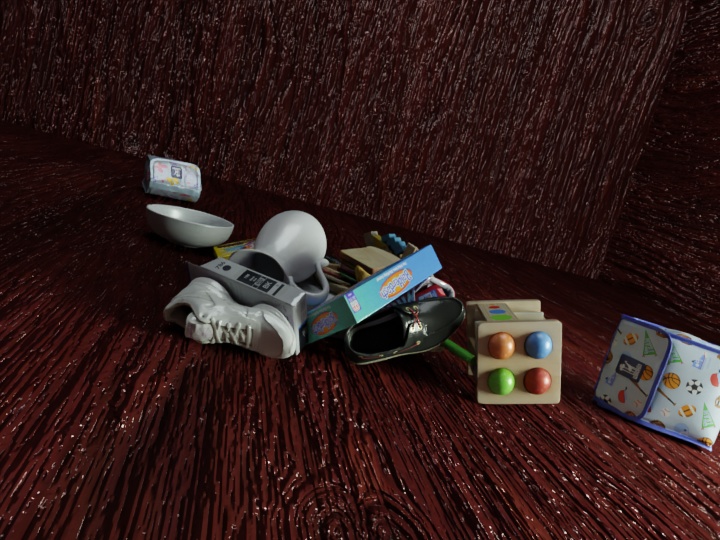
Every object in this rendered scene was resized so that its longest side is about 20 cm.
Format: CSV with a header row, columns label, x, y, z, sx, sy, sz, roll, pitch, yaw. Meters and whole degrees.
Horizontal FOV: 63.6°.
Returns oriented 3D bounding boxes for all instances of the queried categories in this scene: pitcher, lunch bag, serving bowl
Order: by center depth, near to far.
label,x,y,z,sx,sy,sz,roll,pitch,yaw
pitcher,-0.111,-0.017,0.998,0.169,0.123,0.200,25,29,6
lunch bag,0.525,0.187,1.008,0.197,0.174,0.123,21,7,20
serving bowl,-0.394,-0.095,1.332,0.195,0.067,0.200,14,10,-2
lunch bag,-0.616,-0.299,1.902,0.166,0.130,0.200,8,20,-27

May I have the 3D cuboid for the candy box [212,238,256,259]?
label,x,y,z,sx,sy,sz,roll,pitch,yaw
candy box,-0.224,-0.050,1.292,0.196,0.027,0.102,-12,22,-18

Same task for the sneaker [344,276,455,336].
label,x,y,z,sx,sy,sz,roll,pitch,yaw
sneaker,0.069,0.070,0.941,0.198,0.072,0.112,-24,-6,-35

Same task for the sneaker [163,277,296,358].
label,x,y,z,sx,sy,sz,roll,pitch,yaw
sneaker,-0.182,0.082,0.802,0.196,0.076,0.100,21,31,19

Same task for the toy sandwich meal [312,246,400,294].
label,x,y,z,sx,sy,sz,roll,pitch,yaw
toy sandwich meal,0.000,0.000,1.106,0.200,0.072,0.205,15,12,-3

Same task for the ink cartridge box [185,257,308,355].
label,x,y,z,sx,sy,sz,roll,pitch,yaw
ink cartridge box,-0.168,0.045,0.866,0.196,0.101,0.039,21,43,20

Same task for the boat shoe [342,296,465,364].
label,x,y,z,sx,sy,sz,roll,pitch,yaw
boat shoe,0.068,0.087,0.871,0.197,0.075,0.063,-18,-19,-6

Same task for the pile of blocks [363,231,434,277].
label,x,y,z,sx,sy,sz,roll,pitch,yaw
pile of blocks,0.093,-0.028,1.215,0.200,0.083,0.062,43,27,27

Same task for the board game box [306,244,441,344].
label,x,y,z,sx,sy,sz,roll,pitch,yaw
board game box,0.011,0.037,0.892,0.198,0.046,0.151,-29,1,-39

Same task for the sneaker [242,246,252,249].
label,x,y,z,sx,sy,sz,roll,pitch,yaw
sneaker,-0.197,0.014,1.113,0.076,0.074,0.200,23,14,-33

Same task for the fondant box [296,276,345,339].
label,x,y,z,sx,sy,sz,roll,pitch,yaw
fondant box,-0.055,0.063,1.065,0.141,0.060,0.200,13,12,-17

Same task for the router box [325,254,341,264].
label,x,y,z,sx,sy,sz,roll,pitch,yaw
router box,-0.083,0.009,1.308,0.147,0.052,0.199,9,15,-36

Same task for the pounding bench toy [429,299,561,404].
label,x,y,z,sx,sy,sz,roll,pitch,yaw
pounding bench toy,0.202,0.128,0.920,0.195,0.127,0.156,-2,10,4
